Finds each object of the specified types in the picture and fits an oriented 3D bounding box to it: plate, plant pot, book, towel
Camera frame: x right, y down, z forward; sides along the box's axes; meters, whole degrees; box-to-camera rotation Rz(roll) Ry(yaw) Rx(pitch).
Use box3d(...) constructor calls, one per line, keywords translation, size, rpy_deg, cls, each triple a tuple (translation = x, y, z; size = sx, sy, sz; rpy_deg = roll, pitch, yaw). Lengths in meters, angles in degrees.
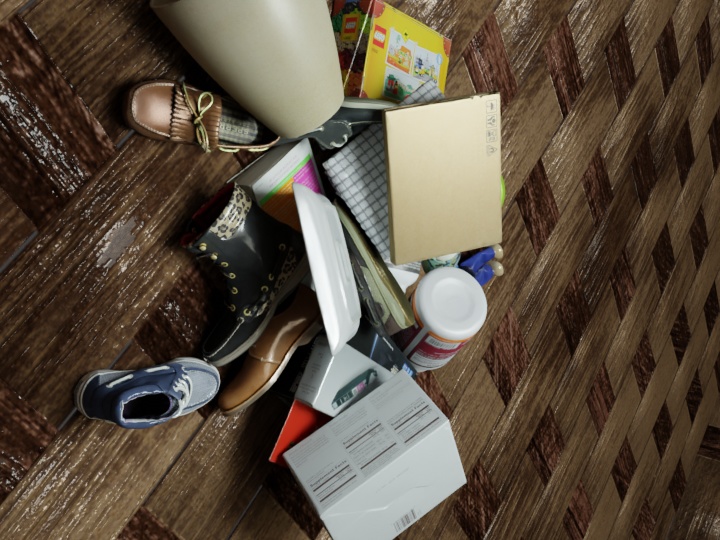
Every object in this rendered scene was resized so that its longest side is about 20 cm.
box3d(translation=(-0.034, -0.007, 1.003), size=(0.200, 0.032, 0.204), rpy_deg=(-16, 92, -85), cls="plate")
box3d(translation=(-0.103, -0.257, 0.906), size=(0.188, 0.185, 0.202), rpy_deg=(-51, 127, -30), cls="plant pot")
box3d(translation=(-0.090, -0.063, 1.095), size=(0.134, 0.047, 0.203), rpy_deg=(-45, 131, -37), cls="book")
box3d(translation=(0.064, -0.133, 1.104), size=(0.199, 0.086, 0.167), rpy_deg=(-39, 98, -4), cls="towel")

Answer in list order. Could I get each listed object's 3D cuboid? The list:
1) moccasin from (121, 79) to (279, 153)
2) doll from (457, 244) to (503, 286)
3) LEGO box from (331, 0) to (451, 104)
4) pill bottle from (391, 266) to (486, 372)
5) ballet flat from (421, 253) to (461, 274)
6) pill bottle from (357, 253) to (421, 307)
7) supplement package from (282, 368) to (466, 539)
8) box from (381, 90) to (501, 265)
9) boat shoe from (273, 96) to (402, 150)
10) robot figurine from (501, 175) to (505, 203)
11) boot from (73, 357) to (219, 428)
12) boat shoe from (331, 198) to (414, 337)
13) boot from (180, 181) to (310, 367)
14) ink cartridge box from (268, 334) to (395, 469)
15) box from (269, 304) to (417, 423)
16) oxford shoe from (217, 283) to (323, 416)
box3d(translation=(-0.179, -0.171, 0.931), size=(0.199, 0.077, 0.075), rpy_deg=(13, 91, -46), cls="moccasin")
box3d(translation=(0.179, 0.022, 1.439), size=(0.199, 0.048, 0.139), rpy_deg=(-37, 134, -33), cls="doll")
box3d(translation=(0.040, -0.290, 1.179), size=(0.198, 0.076, 0.153), rpy_deg=(8, 92, -51), cls="LEGO box")
box3d(translation=(0.112, 0.085, 1.257), size=(0.114, 0.112, 0.201), rpy_deg=(-53, 176, -29), cls="pill bottle")
box3d(translation=(0.131, -0.080, 1.212), size=(0.073, 0.073, 0.205), rpy_deg=(-2, 104, -50), cls="ballet flat")
box3d(translation=(0.039, -0.043, 1.199), size=(0.115, 0.115, 0.205), rpy_deg=(13, 88, -51), cls="pill bottle")
box3d(translation=(0.022, 0.263, 1.073), size=(0.198, 0.111, 0.157), rpy_deg=(-32, 136, -13), cls="supplement package")
box3d(translation=(0.108, -0.118, 1.042), size=(0.160, 0.021, 0.204), rpy_deg=(-12, 113, -17), cls="box")
box3d(translation=(-0.036, -0.190, 1.036), size=(0.072, 0.195, 0.069), rpy_deg=(-81, 170, -74), cls="boat shoe")
box3d(translation=(0.164, -0.127, 1.335), size=(0.198, 0.114, 0.180), rpy_deg=(-15, 104, -48), cls="robot figurine")
box3d(translation=(-0.224, 0.149, 0.940), size=(0.198, 0.089, 0.075), rpy_deg=(-3, 100, -50), cls="boot")
box3d(translation=(0.000, 0.000, 1.113), size=(0.203, 0.065, 0.072), rpy_deg=(58, 11, -1), cls="boat shoe")
box3d(translation=(-0.161, 0.005, 0.990), size=(0.201, 0.073, 0.150), rpy_deg=(-48, 125, 0), cls="boot")
box3d(translation=(-0.021, 0.205, 1.107), size=(0.199, 0.043, 0.177), rpy_deg=(37, 70, -47), cls="ink cartridge box")
box3d(translation=(-0.019, 0.164, 1.198), size=(0.166, 0.085, 0.201), rpy_deg=(-59, 137, -22), cls="box")
box3d(translation=(-0.127, 0.100, 1.063), size=(0.071, 0.071, 0.201), rpy_deg=(45, 76, -24), cls="oxford shoe")
